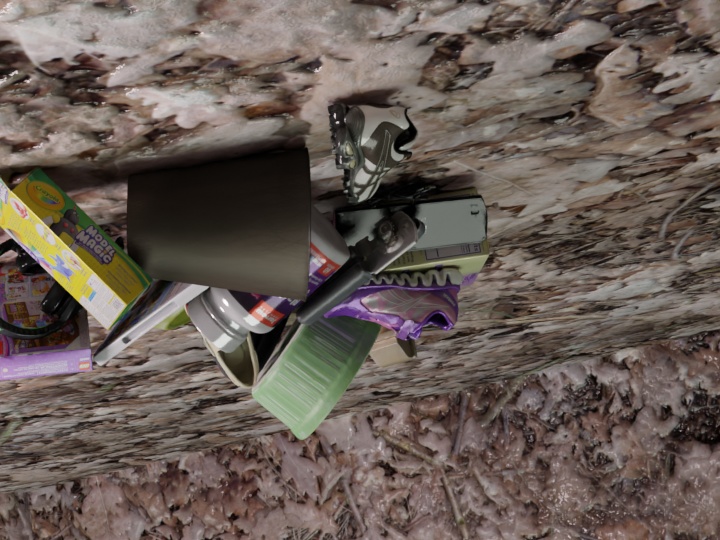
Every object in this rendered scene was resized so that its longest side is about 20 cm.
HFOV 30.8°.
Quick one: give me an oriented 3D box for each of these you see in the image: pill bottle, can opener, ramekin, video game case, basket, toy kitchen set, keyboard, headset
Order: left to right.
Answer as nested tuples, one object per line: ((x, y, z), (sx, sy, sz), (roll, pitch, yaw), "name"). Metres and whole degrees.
((-0.380, 0.009, 1.617), (0.200, 0.124, 0.094), (-30, 177, -28), "headset")
((-0.240, 0.030, 1.632), (0.200, 0.018, 0.143), (-34, -163, 26), "video game case")
((-0.160, -0.052, 1.472), (0.199, 0.181, 0.136), (0, -156, -7), "basket")
((-0.120, 0.008, 1.642), (0.200, 0.111, 0.111), (-43, 158, 11), "pill bottle")
((-0.121, 0.052, 1.870), (0.079, 0.200, 0.063), (24, -177, -27), "can opener")
((-0.066, 0.127, 1.829), (0.098, 0.200, 0.200), (35, 157, -5), "ramekin")
((-0.014, 0.062, 1.991), (0.200, 0.164, 0.180), (-20, 163, 35), "toy kitchen set")
((0.000, 0.000, 1.681), (0.200, 0.053, 0.067), (-38, 150, 18), "can opener")
((0.066, -0.075, 1.703), (0.199, 0.040, 0.104), (-6, 128, -5), "keyboard")

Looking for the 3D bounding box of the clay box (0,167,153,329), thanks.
((-0.323, -0.031, 1.434), (0.048, 0.200, 0.115), (-46, -176, -27), "clay box")

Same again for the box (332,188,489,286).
((0.063, -0.030, 1.816), (0.199, 0.097, 0.176), (-8, 166, -4), "box")

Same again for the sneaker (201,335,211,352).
((-0.198, 0.088, 1.891), (0.079, 0.074, 0.200), (29, 156, 13), "sneaker")

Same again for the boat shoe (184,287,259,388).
((-0.182, 0.082, 1.756), (0.071, 0.063, 0.200), (-27, 139, -12), "boat shoe")

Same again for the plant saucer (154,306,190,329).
((-0.212, 0.027, 1.815), (0.200, 0.031, 0.200), (-35, 174, -4), "plant saucer")

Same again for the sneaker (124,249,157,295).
((-0.228, -0.045, 1.639), (0.200, 0.075, 0.116), (-32, -171, 17), "sneaker")

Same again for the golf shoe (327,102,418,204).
((0.020, -0.126, 1.430), (0.094, 0.078, 0.200), (-11, 168, 2), "golf shoe")

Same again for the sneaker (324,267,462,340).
((0.047, 0.051, 1.745), (0.200, 0.089, 0.080), (-5, 167, -14), "sneaker")

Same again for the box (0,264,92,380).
((-0.415, 0.060, 1.657), (0.136, 0.200, 0.039), (-5, 125, -12), "box")
